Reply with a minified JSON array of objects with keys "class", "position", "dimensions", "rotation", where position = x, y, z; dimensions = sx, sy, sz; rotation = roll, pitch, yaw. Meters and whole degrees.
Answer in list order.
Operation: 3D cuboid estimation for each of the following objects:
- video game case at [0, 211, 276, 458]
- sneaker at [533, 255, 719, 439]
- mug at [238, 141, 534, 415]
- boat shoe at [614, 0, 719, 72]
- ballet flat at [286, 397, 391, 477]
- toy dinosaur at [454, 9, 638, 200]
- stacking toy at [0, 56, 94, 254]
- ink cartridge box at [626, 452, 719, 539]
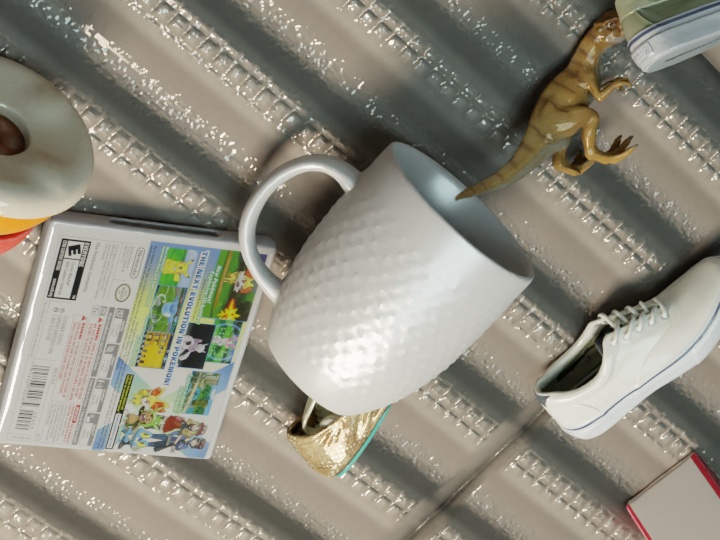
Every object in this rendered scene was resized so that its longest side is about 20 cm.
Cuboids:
[{"class":"video game case","position":[-0.175,0.053,1.699],"dimensions":[0.181,0.022,0.201],"rotation":[7,118,-24]},{"class":"sneaker","position":[0.228,0.058,1.819],"dimensions":[0.200,0.073,0.071],"rotation":[-46,128,12]},{"class":"mug","position":[0.000,0.000,1.655],"dimensions":[0.200,0.148,0.175],"rotation":[41,104,-7]},{"class":"boat shoe","position":[0.285,-0.212,1.671],"dimensions":[0.199,0.072,0.062],"rotation":[-22,82,-21]},{"class":"ballet flat","position":[0.009,0.078,1.758],"dimensions":[0.065,0.071,0.201],"rotation":[31,104,-18]},{"class":"toy dinosaur","position":[0.148,-0.108,1.692],"dimensions":[0.106,0.060,0.201],"rotation":[40,81,-30]},{"class":"stacking toy","position":[-0.287,-0.043,1.556],"dimensions":[0.145,0.147,0.200],"rotation":[13,135,-27]},{"class":"ink cartridge box","position":[0.340,0.279,1.956],"dimensions":[0.084,0.145,0.200],"rotation":[-38,126,7]}]
